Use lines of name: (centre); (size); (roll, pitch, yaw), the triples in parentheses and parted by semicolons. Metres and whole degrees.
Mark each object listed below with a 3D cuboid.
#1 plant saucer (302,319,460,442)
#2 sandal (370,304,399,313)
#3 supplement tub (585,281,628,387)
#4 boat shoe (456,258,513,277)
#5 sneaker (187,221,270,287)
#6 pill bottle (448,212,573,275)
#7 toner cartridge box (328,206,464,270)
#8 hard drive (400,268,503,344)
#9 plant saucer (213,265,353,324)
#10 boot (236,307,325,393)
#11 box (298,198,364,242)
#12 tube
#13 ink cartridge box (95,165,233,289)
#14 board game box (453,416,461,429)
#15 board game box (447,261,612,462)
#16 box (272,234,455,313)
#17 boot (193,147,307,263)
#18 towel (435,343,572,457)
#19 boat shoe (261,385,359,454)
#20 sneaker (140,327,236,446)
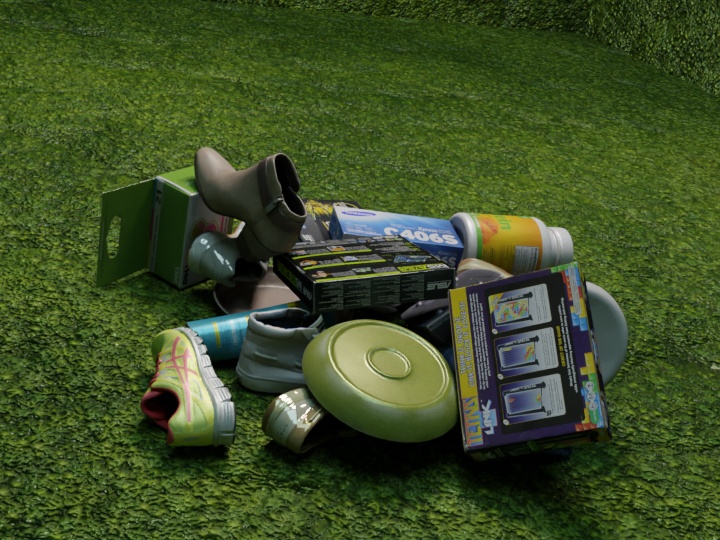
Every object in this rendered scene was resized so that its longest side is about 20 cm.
plant saucer: (0.030, 0.118, 1.198); (0.196, 0.031, 0.201); (15, 32, -9)
sandal: (0.042, 0.035, 1.505); (0.204, 0.060, 0.079); (11, 15, -34)
supplement tub: (0.252, 0.079, 1.350); (0.141, 0.148, 0.200); (8, 3, -8)
boat shoe: (0.235, 0.050, 1.568); (0.197, 0.073, 0.073); (22, 55, -3)
sneaker: (-0.150, -0.024, 1.469); (0.091, 0.077, 0.199); (33, 40, 25)
pill bottle: (0.241, -0.033, 1.671); (0.196, 0.113, 0.111); (2, 26, -20)
toner cartridge box: (0.055, -0.050, 1.601); (0.196, 0.044, 0.095); (6, 27, -16)
hard drive: (0.127, 0.049, 1.396); (0.134, 0.043, 0.200); (-33, 6, -5)
plant saucer: (-0.108, 0.052, 1.432); (0.196, 0.033, 0.201); (10, 24, -4)
boot: (-0.051, 0.101, 1.274); (0.196, 0.097, 0.074); (4, 25, -19)
box: (-0.044, -0.054, 1.662); (0.158, 0.050, 0.200); (-1, 30, -24)
tube: (-0.124, 0.079, 1.313); (0.196, 0.079, 0.050); (-8, -11, -20)
ink cartridge box: (-0.270, -0.051, 1.439); (0.075, 0.150, 0.199); (25, 29, 26)
board game box: (0.086, 0.140, 1.306); (0.104, 0.024, 0.200); (17, 17, -39)
board game box: (0.193, 0.107, 1.195); (0.162, 0.204, 0.057); (-13, -27, 19)
box: (0.000, 0.000, 1.365); (0.196, 0.049, 0.193); (-5, 19, -21)
boot: (-0.141, -0.111, 1.370); (0.070, 0.146, 0.202); (-20, 76, -43)
towel: (0.180, 0.155, 1.290); (0.110, 0.049, 0.200); (15, 18, -43)
boat shoe: (-0.024, 0.163, 1.198); (0.198, 0.075, 0.066); (-21, 48, -41)
sneaker: (-0.212, 0.130, 1.169); (0.089, 0.080, 0.200); (-10, 30, -26)
